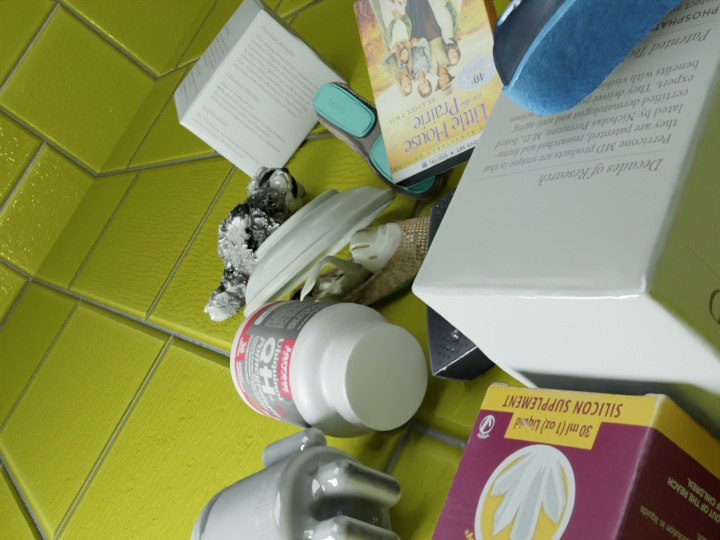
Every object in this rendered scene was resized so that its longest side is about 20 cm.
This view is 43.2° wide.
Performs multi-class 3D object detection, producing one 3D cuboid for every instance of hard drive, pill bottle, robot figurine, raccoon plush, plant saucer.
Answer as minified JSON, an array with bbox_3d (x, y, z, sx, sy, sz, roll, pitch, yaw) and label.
[{"bbox_3d":[0.111,-0.012,0.739,0.134,0.042,0.202,-38,31,32],"label":"hard drive"},{"bbox_3d":[-0.028,0.084,0.788,0.199,0.110,0.112,-1,57,59],"label":"pill bottle"},{"bbox_3d":[-0.055,0.205,0.688,0.199,0.112,0.172,-33,40,38],"label":"robot figurine"},{"bbox_3d":[-0.146,-0.048,1.180,0.200,0.096,0.135,-42,21,26],"label":"raccoon plush"},{"bbox_3d":[-0.052,-0.032,0.931,0.199,0.051,0.200,-39,-1,-1],"label":"plant saucer"}]

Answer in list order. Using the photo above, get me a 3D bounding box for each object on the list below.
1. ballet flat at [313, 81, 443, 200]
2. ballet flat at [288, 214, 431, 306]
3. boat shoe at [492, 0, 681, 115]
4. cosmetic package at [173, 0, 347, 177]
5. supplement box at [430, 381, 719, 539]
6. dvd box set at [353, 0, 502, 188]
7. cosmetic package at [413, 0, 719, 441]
[{"bbox_3d":[0.028,-0.138,0.983,0.068,0.067,0.200,-46,60,6],"label":"ballet flat"},{"bbox_3d":[0.000,0.000,0.890,0.199,0.065,0.071,-40,32,30],"label":"ballet flat"},{"bbox_3d":[0.131,-0.168,0.425,0.199,0.084,0.069,-39,43,21],"label":"boat shoe"},{"bbox_3d":[-0.153,-0.270,1.355,0.201,0.166,0.167,-49,26,9],"label":"cosmetic package"},{"bbox_3d":[0.103,0.172,0.467,0.130,0.103,0.203,-6,54,55],"label":"supplement box"},{"bbox_3d":[0.074,-0.202,0.895,0.144,0.029,0.205,-20,74,33],"label":"dvd box set"},{"bbox_3d":[0.167,-0.031,0.504,0.165,0.166,0.203,-3,57,55],"label":"cosmetic package"}]
